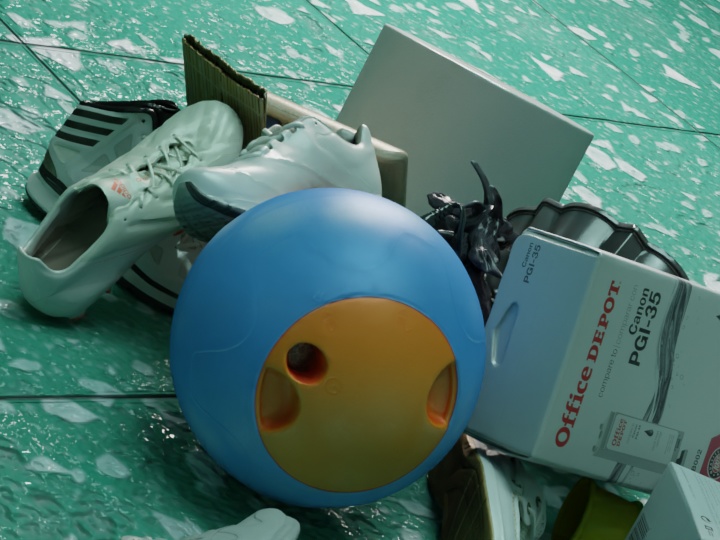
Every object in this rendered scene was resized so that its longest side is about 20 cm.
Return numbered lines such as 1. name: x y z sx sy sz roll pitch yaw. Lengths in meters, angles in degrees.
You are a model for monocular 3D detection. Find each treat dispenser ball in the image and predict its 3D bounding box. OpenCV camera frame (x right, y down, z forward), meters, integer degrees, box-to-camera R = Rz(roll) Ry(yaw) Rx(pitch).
1. treat dispenser ball: -0.020 0.049 1.418 0.200 0.202 0.201 23 22 -10

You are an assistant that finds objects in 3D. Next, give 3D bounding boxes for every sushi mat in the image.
1. sushi mat: -0.096 -0.072 1.634 0.012 0.201 0.096 -31 53 -28

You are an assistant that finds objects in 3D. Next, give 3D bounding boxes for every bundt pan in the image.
1. bundt pan: 0.159 0.051 1.658 0.201 0.202 0.076 34 52 15

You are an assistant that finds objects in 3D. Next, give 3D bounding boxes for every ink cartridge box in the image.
1. ink cartridge box: 0.179 0.070 1.513 0.199 0.147 0.083 17 2 -38

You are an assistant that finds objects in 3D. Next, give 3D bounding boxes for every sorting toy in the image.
1. sorting toy: -0.051 -0.078 1.748 0.184 0.037 0.200 24 -19 11

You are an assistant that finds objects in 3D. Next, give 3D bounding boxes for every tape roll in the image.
1. tape roll: 0.077 -0.101 1.887 0.202 0.140 0.203 28 7 -4

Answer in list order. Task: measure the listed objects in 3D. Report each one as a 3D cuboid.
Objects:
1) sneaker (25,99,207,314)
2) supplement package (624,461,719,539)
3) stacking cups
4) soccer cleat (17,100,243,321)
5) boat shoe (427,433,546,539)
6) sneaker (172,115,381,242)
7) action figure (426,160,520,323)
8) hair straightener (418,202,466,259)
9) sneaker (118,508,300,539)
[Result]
1. sneaker: -0.143 -0.052 1.614 0.200 0.116 0.076 36 23 14
2. supplement package: 0.272 0.229 1.474 0.199 0.114 0.110 24 19 -12
3. stacking cups: 0.232 0.208 1.549 0.199 0.061 0.061 25 22 -7
4. soccer cleat: -0.152 -0.049 1.521 0.069 0.200 0.078 34 -22 25
5. boat shoe: 0.092 0.157 1.485 0.069 0.071 0.200 21 21 -12
6. sneaker: -0.058 -0.063 1.540 0.074 0.088 0.200 -8 -4 37
7. action figure: 0.070 0.023 1.581 0.102 0.201 0.119 10 27 -35
8. hair straightener: 0.000 0.000 1.544 0.077 0.199 0.041 38 43 -34
9. sneaker: -0.096 0.167 1.239 0.099 0.075 0.200 32 22 9
